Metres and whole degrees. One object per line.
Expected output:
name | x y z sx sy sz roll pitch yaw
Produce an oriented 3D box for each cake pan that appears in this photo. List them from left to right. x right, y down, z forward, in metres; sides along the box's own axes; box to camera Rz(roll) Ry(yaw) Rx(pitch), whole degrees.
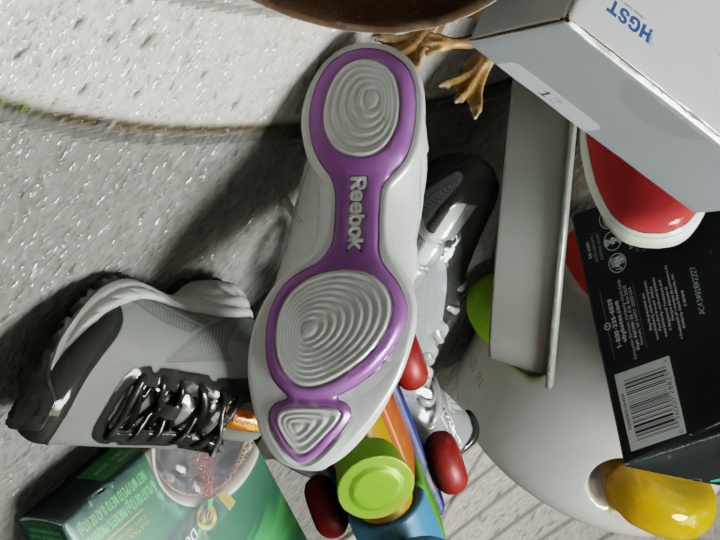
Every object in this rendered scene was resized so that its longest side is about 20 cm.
cake pan | 0.094 -0.039 1.413 0.200 0.036 0.202 6 90 -86

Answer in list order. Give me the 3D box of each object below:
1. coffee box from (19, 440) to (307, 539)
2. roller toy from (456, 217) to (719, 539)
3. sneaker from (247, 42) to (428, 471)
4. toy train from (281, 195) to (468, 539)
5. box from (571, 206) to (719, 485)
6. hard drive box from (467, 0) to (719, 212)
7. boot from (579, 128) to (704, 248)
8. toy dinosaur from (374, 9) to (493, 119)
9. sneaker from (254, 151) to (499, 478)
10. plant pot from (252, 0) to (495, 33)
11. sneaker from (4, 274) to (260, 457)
coffee box | -0.074 0.170 1.340 0.123 0.044 0.201 -39 114 -33
roller toy | 0.160 0.071 1.668 0.182 0.199 0.140 -33 155 -60
sneaker | 0.000 0.000 1.259 0.100 0.074 0.202 66 36 -73
toy train | -0.003 0.074 1.315 0.084 0.116 0.201 -20 122 2
box | 0.228 0.034 1.485 0.124 0.150 0.199 -20 161 30
hard drive box | 0.161 -0.153 1.237 0.077 0.155 0.201 -5 -125 56
boot | 0.149 -0.124 1.371 0.145 0.072 0.201 80 11 -64
toy dinosaur | 0.069 -0.133 1.279 0.106 0.060 0.200 -50 173 24
sneaker | 0.032 0.038 1.413 0.200 0.115 0.075 -50 -157 15
plant pot | 0.024 -0.214 0.909 0.200 0.186 0.188 -55 168 -42
sneaker | -0.088 0.050 1.230 0.074 0.079 0.200 -57 159 20
